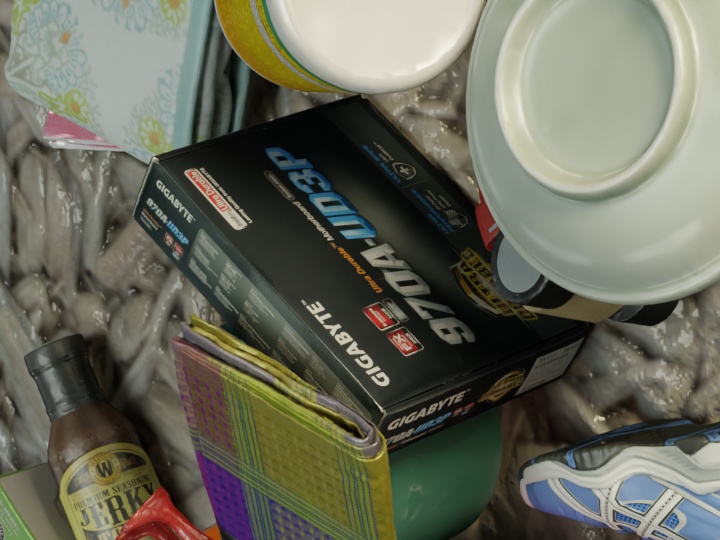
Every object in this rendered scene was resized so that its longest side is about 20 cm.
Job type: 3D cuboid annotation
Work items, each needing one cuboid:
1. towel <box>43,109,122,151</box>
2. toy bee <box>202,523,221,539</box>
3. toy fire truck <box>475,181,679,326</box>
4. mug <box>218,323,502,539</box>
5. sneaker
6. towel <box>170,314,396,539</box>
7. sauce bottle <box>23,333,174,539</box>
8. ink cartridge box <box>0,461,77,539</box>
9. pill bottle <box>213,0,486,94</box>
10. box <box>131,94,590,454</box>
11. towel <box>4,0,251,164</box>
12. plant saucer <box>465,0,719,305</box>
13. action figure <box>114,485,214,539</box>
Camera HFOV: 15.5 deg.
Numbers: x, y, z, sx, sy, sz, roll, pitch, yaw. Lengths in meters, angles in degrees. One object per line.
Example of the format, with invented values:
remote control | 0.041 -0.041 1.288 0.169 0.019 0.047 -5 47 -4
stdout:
towel | -0.148 -0.169 1.598 0.146 0.030 0.200 6 106 43
toy bee | -0.042 0.247 1.576 0.131 0.109 0.200 -7 67 38
toy fire truck | 0.116 -0.097 1.308 0.176 0.129 0.200 -42 52 38
mug | -0.025 0.097 1.491 0.185 0.114 0.152 -14 92 46
sneaker | 0.157 0.117 1.343 0.200 0.076 0.077 -7 98 50
towel | -0.030 0.121 1.369 0.144 0.023 0.200 28 144 33
sauce bottle | -0.161 0.139 1.678 0.065 0.065 0.200 -30 82 46
ink cartridge box | -0.231 0.231 1.775 0.117 0.067 0.200 54 132 19
pill bottle | -0.014 -0.148 1.367 0.200 0.113 0.113 -163 62 -75
box | 0.000 0.000 1.405 0.200 0.159 0.046 47 135 25
towel | -0.130 -0.168 1.537 0.171 0.048 0.200 30 120 36
plant saucer | 0.117 -0.085 1.205 0.200 0.050 0.200 -3 85 40
action figure | -0.067 0.221 1.424 0.200 0.099 0.065 40 157 2
